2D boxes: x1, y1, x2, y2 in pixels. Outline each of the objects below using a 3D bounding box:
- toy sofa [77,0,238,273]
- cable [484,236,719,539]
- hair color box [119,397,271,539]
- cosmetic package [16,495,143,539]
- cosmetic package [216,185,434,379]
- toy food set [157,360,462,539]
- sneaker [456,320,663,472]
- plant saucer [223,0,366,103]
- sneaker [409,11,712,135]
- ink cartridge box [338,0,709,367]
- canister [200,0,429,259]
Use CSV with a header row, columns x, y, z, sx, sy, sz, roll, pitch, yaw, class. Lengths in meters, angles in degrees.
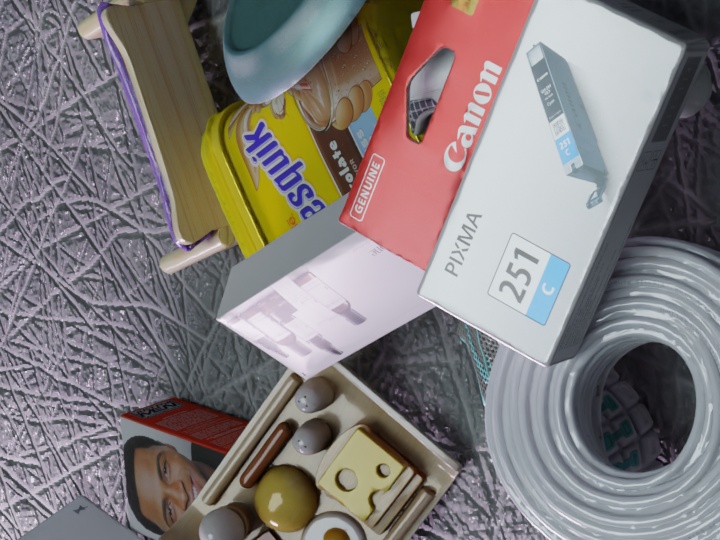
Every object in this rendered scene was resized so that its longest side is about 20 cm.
x,y,z,sx,sy,sz,roll,pitch,yaw,class
-0.144,-0.104,1.520,0.083,0.097,0.201,-22,87,49,toy sofa
0.168,0.082,1.196,0.200,0.069,0.200,-50,64,14,cable
-0.099,0.170,1.590,0.199,0.061,0.102,12,112,46,hair color box
-0.189,0.323,1.656,0.199,0.123,0.201,28,139,40,cosmetic package
0.000,0.000,1.332,0.200,0.082,0.051,-32,34,43,cosmetic package
-0.038,0.163,1.452,0.143,0.060,0.200,39,109,10,toy food set
0.123,0.087,1.318,0.201,0.077,0.091,66,154,14,sneaker
-0.031,-0.199,1.316,0.200,0.027,0.201,-44,28,30,plant saucer
0.115,-0.105,1.225,0.199,0.076,0.081,14,101,36,sneaker
0.079,-0.074,1.176,0.176,0.045,0.201,30,109,24,ink cartridge box
-0.006,-0.081,1.383,0.200,0.086,0.149,-34,78,47,canister
